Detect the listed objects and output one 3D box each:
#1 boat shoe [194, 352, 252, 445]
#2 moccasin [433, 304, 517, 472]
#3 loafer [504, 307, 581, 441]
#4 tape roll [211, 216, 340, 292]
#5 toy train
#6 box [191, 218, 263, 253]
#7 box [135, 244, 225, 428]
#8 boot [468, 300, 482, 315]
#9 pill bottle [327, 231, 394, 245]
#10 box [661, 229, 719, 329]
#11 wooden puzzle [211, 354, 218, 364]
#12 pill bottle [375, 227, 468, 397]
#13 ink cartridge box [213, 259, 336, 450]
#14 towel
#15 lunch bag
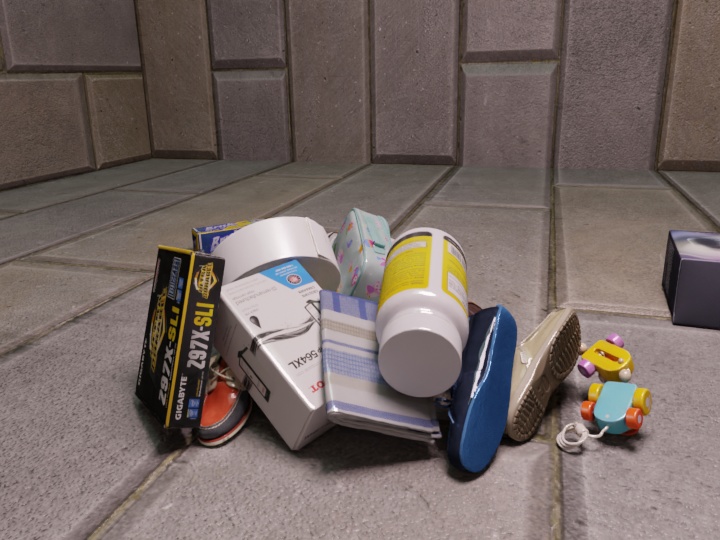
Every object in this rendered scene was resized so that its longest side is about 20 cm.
[{"bbox_3d":[-0.170,0.136,0.795,0.068,0.064,0.202,-1,33,12],"label":"boat shoe"},{"bbox_3d":[0.137,0.139,0.717,0.067,0.081,0.204,-11,42,44],"label":"moccasin"},{"bbox_3d":[0.218,0.120,0.770,0.067,0.077,0.200,7,43,46],"label":"loafer"},{"bbox_3d":[-0.129,0.009,0.920,0.196,0.205,0.072,-9,58,-22],"label":"tape roll"},{"bbox_3d":[0.288,0.158,0.780,0.147,0.057,0.202,-26,25,13],"label":"toy train"},{"bbox_3d":[-0.324,-0.083,1.535,0.194,0.067,0.070,-12,20,-28],"label":"box"},{"bbox_3d":[-0.232,0.076,0.768,0.048,0.208,0.158,9,0,-34],"label":"box"},{"bbox_3d":[0.174,0.104,0.882,0.197,0.074,0.166,21,12,-43],"label":"boot"},{"bbox_3d":[-0.023,-0.016,1.222,0.194,0.121,0.116,9,20,28],"label":"pill bottle"},{"bbox_3d":[0.655,0.014,1.072,0.193,0.128,0.198,5,20,20],"label":"box"},{"bbox_3d":[-0.108,0.127,0.918,0.180,0.039,0.198,11,22,32],"label":"wooden puzzle"},{"bbox_3d":[0.076,0.046,0.738,0.110,0.118,0.202,1,33,8],"label":"pill bottle"},{"bbox_3d":[-0.083,0.099,0.772,0.200,0.086,0.144,45,40,22],"label":"ink cartridge box"},{"bbox_3d":[0.017,0.111,0.734,0.142,0.024,0.203,16,36,-20],"label":"towel"},{"bbox_3d":[0.000,0.000,1.004,0.075,0.163,0.202,18,29,-21],"label":"lunch bag"}]
